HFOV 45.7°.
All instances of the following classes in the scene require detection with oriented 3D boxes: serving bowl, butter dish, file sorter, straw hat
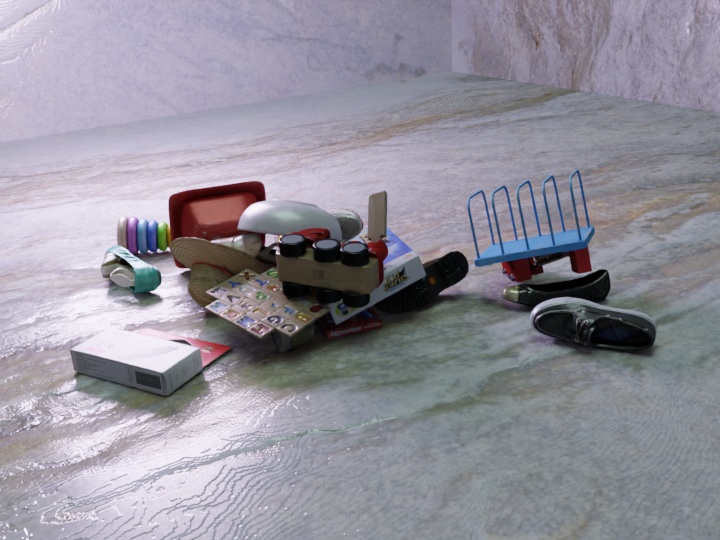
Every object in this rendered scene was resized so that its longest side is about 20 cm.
[{"bbox_3d":[-0.127,-0.094,1.582,0.196,0.067,0.200,9,0,0],"label":"serving bowl"},{"bbox_3d":[-0.268,-0.055,1.684,0.195,0.203,0.149,-11,45,-18],"label":"butter dish"},{"bbox_3d":[0.302,-0.096,1.524,0.196,0.125,0.138,-11,8,24],"label":"file sorter"},{"bbox_3d":[-0.266,0.025,1.554,0.197,0.202,0.087,5,63,20],"label":"straw hat"}]

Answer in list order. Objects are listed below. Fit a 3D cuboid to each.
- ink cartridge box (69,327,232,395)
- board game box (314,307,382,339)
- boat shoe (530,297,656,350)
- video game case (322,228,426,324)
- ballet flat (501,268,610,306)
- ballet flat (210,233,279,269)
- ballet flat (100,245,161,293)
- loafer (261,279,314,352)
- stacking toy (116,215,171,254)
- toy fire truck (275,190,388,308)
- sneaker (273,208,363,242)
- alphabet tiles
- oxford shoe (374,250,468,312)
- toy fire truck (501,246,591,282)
[{"bbox_3d":[-0.333,0.126,1.375,0.196,0.044,0.173,9,25,27],"label":"ink cartridge box"},{"bbox_3d":[-0.044,0.066,1.523,0.101,0.020,0.200,-12,23,-19],"label":"board game box"},{"bbox_3d":[0.366,0.093,1.346,0.196,0.071,0.066,10,22,11],"label":"boat shoe"},{"bbox_3d":[0.000,0.000,1.519,0.179,0.046,0.200,-27,26,-8],"label":"video game case"},{"bbox_3d":[0.345,0.029,1.515,0.195,0.058,0.067,-5,20,-4],"label":"ballet flat"},{"bbox_3d":[-0.189,-0.034,1.611,0.197,0.067,0.069,18,39,-34],"label":"ballet flat"},{"bbox_3d":[-0.471,-0.003,1.683,0.070,0.069,0.198,-12,23,-43],"label":"ballet flat"},{"bbox_3d":[-0.127,0.073,1.456,0.068,0.077,0.201,-5,31,-17],"label":"loafer"},{"bbox_3d":[-0.427,-0.078,1.863,0.195,0.087,0.086,-1,21,-7],"label":"stacking toy"},{"bbox_3d":[-0.029,-0.046,1.441,0.173,0.131,0.200,8,26,23],"label":"toy fire truck"},{"bbox_3d":[-0.089,-0.075,1.831,0.196,0.079,0.083,-12,25,2],"label":"sneaker"},{"bbox_3d":[-0.154,0.050,1.412,0.198,0.006,0.165,23,38,33],"label":"alphabet tiles"},{"bbox_3d":[0.101,0.030,1.554,0.197,0.074,0.084,-20,-1,-26],"label":"oxford shoe"},{"bbox_3d":[0.338,-0.022,1.578,0.138,0.050,0.200,-13,8,1],"label":"toy fire truck"}]
